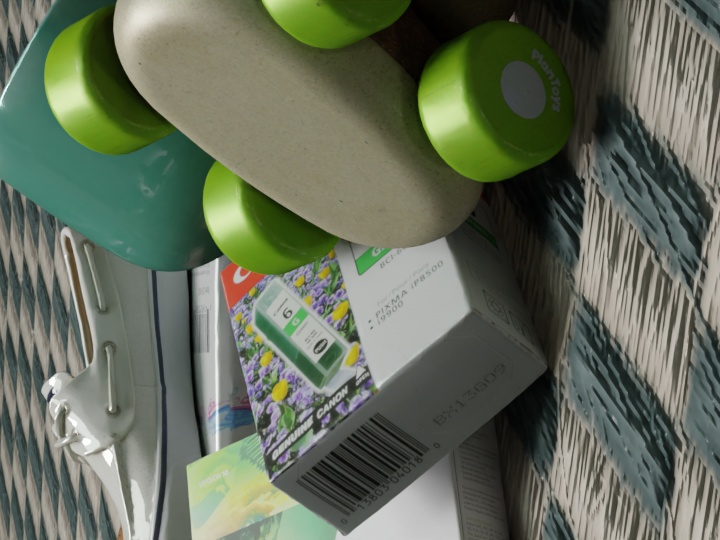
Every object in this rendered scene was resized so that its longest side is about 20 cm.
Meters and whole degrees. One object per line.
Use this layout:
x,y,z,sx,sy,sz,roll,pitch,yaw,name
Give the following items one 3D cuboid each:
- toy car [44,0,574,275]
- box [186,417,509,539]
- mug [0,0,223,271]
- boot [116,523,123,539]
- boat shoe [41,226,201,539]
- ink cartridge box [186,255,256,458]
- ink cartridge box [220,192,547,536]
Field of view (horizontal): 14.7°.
0.003,-0.123,1.062,0.164,0.158,0.200,-22,37,48,toy car
-0.002,0.148,1.112,0.144,0.036,0.200,-26,56,33,box
-0.069,-0.083,1.188,0.152,0.114,0.185,-54,-3,-29,mug
-0.098,0.155,1.516,0.200,0.077,0.155,-113,8,-48,boot
-0.115,0.066,1.312,0.071,0.070,0.200,117,151,-64,boat shoe
-0.041,0.068,1.340,0.145,0.087,0.200,171,101,-77,ink cartridge box
0.000,0.000,1.125,0.109,0.050,0.200,-41,35,18,ink cartridge box
